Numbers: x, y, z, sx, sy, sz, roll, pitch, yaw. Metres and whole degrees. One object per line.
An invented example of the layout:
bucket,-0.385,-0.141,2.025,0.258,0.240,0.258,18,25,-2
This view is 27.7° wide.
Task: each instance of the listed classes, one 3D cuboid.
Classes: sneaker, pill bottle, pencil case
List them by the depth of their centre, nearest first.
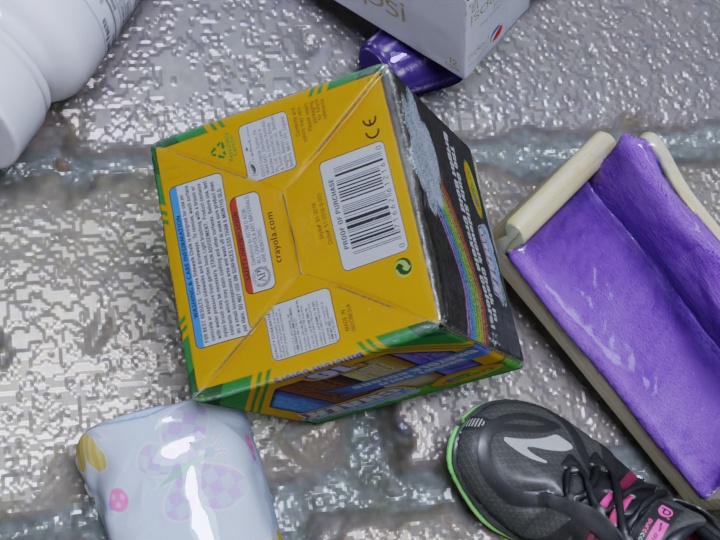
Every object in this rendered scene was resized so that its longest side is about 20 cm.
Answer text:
pencil case,-0.076,0.160,0.697,0.089,0.083,0.203,-18,78,2
pill bottle,-0.165,-0.160,0.741,0.112,0.113,0.202,30,64,-5
sneaker,0.136,0.128,0.761,0.198,0.084,0.077,32,68,-4

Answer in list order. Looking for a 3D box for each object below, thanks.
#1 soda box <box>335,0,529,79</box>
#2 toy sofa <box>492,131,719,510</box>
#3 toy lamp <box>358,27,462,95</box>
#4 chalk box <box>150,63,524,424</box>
soda box,-0.003,-0.190,0.789,0.199,0.068,0.064,35,68,20
toy sofa,0.160,0.029,0.777,0.083,0.097,0.201,-41,95,-22
toy lamp,0.086,-0.159,0.845,0.199,0.058,0.059,-33,85,-20
chalk box,0.000,0.000,0.724,0.122,0.200,0.127,-16,74,15
